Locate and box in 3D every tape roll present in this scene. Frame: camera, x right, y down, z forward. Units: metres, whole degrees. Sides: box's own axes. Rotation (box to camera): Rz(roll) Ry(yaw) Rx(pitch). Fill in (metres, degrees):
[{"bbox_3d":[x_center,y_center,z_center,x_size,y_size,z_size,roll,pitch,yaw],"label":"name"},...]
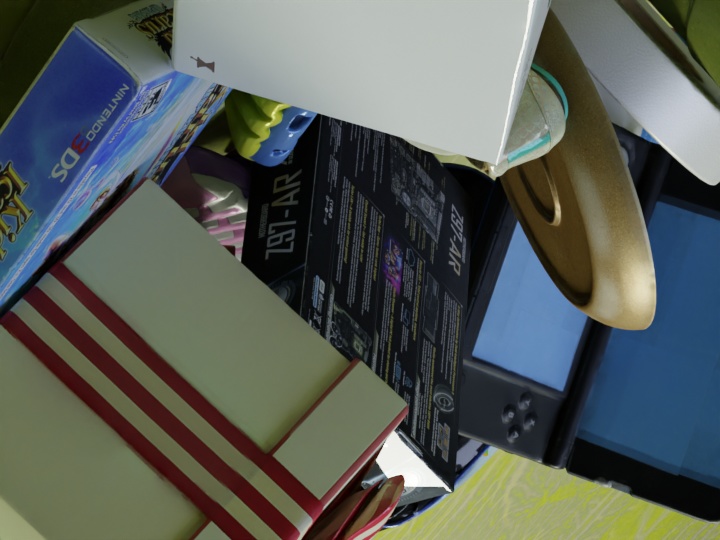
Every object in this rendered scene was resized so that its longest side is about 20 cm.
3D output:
[{"bbox_3d":[0.139,-0.131,1.537,0.037,0.203,0.203,-43,160,11],"label":"tape roll"}]

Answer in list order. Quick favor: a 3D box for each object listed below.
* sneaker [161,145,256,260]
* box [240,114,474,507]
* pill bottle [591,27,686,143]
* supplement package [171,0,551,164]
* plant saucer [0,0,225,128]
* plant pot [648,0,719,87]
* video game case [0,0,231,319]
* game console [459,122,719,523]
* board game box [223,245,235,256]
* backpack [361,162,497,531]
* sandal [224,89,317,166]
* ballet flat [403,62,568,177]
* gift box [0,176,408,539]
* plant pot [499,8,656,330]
[{"bbox_3d":[-0.054,-0.044,1.538,0.080,0.089,0.200,-6,164,29],"label":"sneaker"},{"bbox_3d":[0.000,0.000,1.490,0.043,0.201,0.160,-17,138,26],"label":"box"},{"bbox_3d":[0.137,-0.099,1.718,0.112,0.112,0.200,-51,159,22],"label":"pill bottle"},{"bbox_3d":[0.022,-0.182,1.178,0.152,0.150,0.201,99,9,-59],"label":"supplement package"},{"bbox_3d":[-0.094,-0.115,1.386,0.200,0.031,0.200,-36,158,-17],"label":"plant saucer"},{"bbox_3d":[0.192,-0.209,1.479,0.200,0.190,0.200,-41,158,-20],"label":"plant pot"},{"bbox_3d":[-0.134,-0.038,1.286,0.200,0.045,0.181,-52,176,22],"label":"video game case"},{"bbox_3d":[0.153,0.022,1.595,0.170,0.118,0.201,22,86,-45],"label":"game console"},{"bbox_3d":[-0.096,0.047,1.502,0.019,0.104,0.200,3,175,-14],"label":"board game box"},{"bbox_3d":[0.022,0.038,1.697,0.200,0.183,0.147,-39,-178,-12],"label":"backpack"},{"bbox_3d":[0.002,-0.126,1.353,0.087,0.080,0.200,16,127,-30],"label":"sandal"},{"bbox_3d":[0.020,-0.103,1.409,0.062,0.200,0.068,-38,132,-21],"label":"ballet flat"},{"bbox_3d":[-0.091,0.094,1.313,0.185,0.187,0.200,-46,175,-17],"label":"gift box"},{"bbox_3d":[0.099,-0.058,1.467,0.027,0.201,0.200,-23,156,-8],"label":"plant pot"}]
